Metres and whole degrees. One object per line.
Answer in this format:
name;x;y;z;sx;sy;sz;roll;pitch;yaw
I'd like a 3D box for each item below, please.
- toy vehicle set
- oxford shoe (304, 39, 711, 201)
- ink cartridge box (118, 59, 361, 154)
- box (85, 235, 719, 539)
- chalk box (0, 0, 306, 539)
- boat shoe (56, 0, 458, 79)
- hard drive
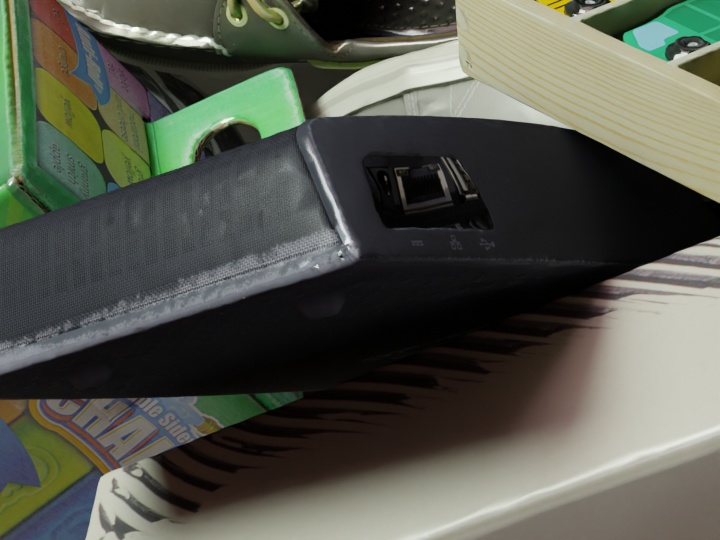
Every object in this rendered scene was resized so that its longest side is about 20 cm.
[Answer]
toy vehicle set;0.139;-0.072;0.664;0.200;0.027;0.124;-23;35;-30
oxford shoe;0.056;-0.035;0.764;0.200;0.075;0.058;-10;75;38
ink cartridge box;-0.050;-0.095;0.919;0.200;0.084;0.144;-30;33;14
box;0.034;0.064;0.632;0.200;0.082;0.068;-21;35;21
chalk box;-0.101;0.006;0.784;0.200;0.124;0.124;-37;32;15
boat shoe;-0.007;-0.095;0.795;0.201;0.072;0.060;-1;2;14
hard drive;0.000;0.000;0.657;0.135;0.200;0.042;-17;80;30
